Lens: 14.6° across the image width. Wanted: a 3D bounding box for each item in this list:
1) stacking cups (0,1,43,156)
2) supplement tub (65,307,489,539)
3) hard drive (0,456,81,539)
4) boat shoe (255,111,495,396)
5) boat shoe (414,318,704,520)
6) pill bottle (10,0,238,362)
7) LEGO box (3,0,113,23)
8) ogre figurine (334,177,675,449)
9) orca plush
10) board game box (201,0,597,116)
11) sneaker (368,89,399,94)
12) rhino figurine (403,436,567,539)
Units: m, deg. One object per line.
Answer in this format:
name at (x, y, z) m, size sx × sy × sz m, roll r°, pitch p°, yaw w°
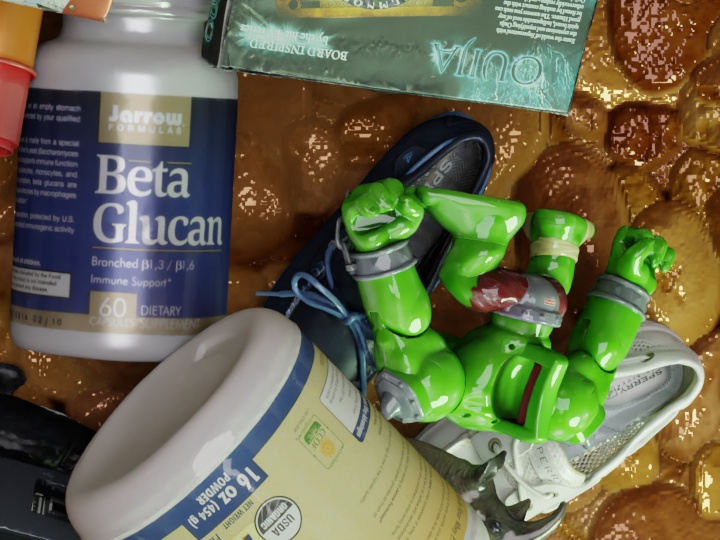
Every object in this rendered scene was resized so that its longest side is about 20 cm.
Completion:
stacking cups at (-0.175, -0.157, 1.395) m, size 0.060 × 0.060 × 0.201 m, roll 10°, pitch 83°, yaw -12°
supplement tub at (-0.028, 0.132, 1.356) m, size 0.144 × 0.144 × 0.200 m, roll -45°, pitch 105°, yaw -5°
hard drive at (-0.226, 0.143, 1.423) m, size 0.199 × 0.042 × 0.135 m, roll 13°, pitch 131°, yaw -11°
boat shoe at (0.000, 0.000, 1.479) m, size 0.084 × 0.069 × 0.201 m, roll 28°, pitch 88°, yaw -12°
boat shoe at (0.095, 0.093, 1.505) m, size 0.200 × 0.069 × 0.071 m, roll -34°, pitch 103°, yaw -5°
pill bottle at (-0.119, -0.058, 1.429) m, size 0.111 × 0.111 × 0.201 m, roll 2°, pitch 94°, yaw -12°
LEGO box at (-0.159, -0.229, 1.275) m, size 0.148 × 0.077 × 0.200 m, roll 10°, pitch 121°, yaw -23°
ogre figurine at (0.070, 0.025, 1.428) m, size 0.200 × 0.098 × 0.120 m, roll 13°, pitch 84°, yaw -55°
orca plush at (-0.172, 0.116, 1.452) m, size 0.200 × 0.071 × 0.105 m, roll 32°, pitch 88°, yaw -12°
board game box at (0.028, -0.154, 1.401) m, size 0.199 × 0.028 × 0.136 m, roll 6°, pitch 108°, yaw -25°
sneaker at (0.023, -0.200, 1.476) m, size 0.070 × 0.109 × 0.201 m, roll -1°, pitch 125°, yaw -14°
rhino figurine at (0.009, 0.132, 1.468) m, size 0.199 × 0.060 × 0.088 m, roll -6°, pitch 86°, yaw 14°
